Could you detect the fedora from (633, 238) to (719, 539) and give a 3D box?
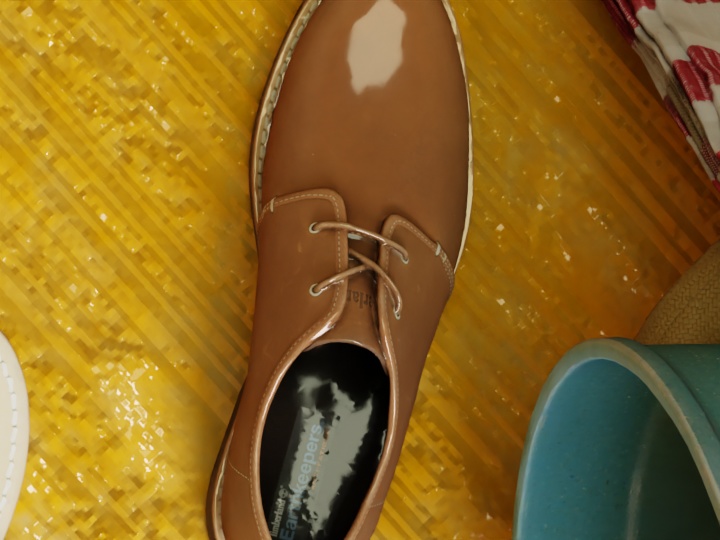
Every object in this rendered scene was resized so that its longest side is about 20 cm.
[{"bbox_3d":[0.169,0.047,0.870,0.200,0.082,0.201,0,107,-1],"label":"fedora"}]

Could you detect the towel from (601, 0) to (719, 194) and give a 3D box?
[{"bbox_3d":[0.155,-0.070,0.842,0.144,0.200,0.023,-10,129,-11],"label":"towel"}]

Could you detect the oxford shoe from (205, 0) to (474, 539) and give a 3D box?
[{"bbox_3d":[0.000,0.000,0.861,0.071,0.071,0.201,9,84,-8],"label":"oxford shoe"}]

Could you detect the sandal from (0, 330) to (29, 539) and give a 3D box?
[{"bbox_3d":[-0.164,0.102,0.825,0.078,0.070,0.212,38,82,-7],"label":"sandal"}]

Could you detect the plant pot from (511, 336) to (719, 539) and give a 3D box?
[{"bbox_3d":[0.158,0.108,0.755,0.187,0.200,0.201,-6,88,-14],"label":"plant pot"}]
